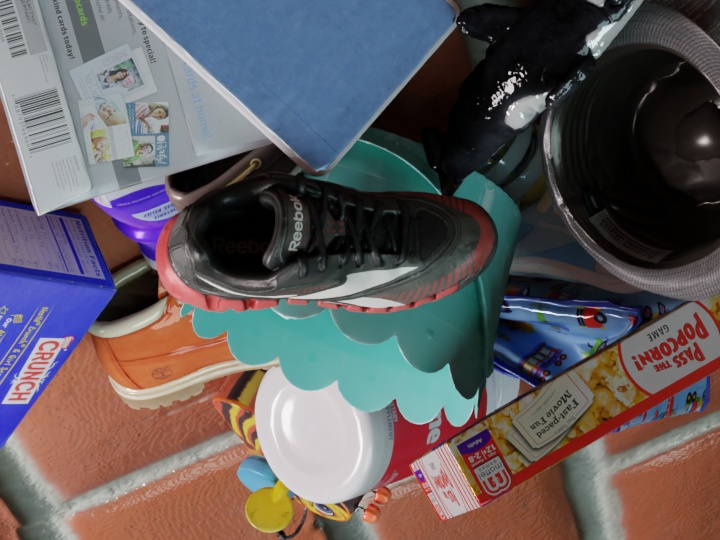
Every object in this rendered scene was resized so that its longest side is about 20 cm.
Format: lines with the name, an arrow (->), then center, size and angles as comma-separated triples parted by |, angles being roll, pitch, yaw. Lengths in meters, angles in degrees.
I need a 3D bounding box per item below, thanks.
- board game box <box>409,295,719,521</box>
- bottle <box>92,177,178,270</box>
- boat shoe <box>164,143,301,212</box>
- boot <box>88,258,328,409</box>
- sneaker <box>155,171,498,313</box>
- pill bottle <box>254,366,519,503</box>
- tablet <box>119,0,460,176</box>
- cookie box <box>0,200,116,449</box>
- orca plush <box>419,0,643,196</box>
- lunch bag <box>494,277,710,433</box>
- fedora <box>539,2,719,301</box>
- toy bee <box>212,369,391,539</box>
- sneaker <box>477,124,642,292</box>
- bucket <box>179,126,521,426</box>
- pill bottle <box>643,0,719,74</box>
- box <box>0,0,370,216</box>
board game box -> 0.135, 0.084, 1.351 | 0.199, 0.046, 0.152 | -29, 175, -10
bottle -> -0.134, -0.072, 1.344 | 0.083, 0.065, 0.200 | -25, 145, -9
boat shoe -> -0.043, -0.110, 1.302 | 0.200, 0.072, 0.060 | -51, 154, -1
boot -> -0.093, 0.019, 1.486 | 0.199, 0.075, 0.107 | -25, 140, 1
sneaker -> -0.017, -0.016, 1.238 | 0.199, 0.071, 0.098 | -2, 168, -5
pill bottle -> 0.026, 0.094, 1.583 | 0.200, 0.112, 0.112 | -15, 150, -50
tablet -> -0.051, -0.162, 1.208 | 0.200, 0.014, 0.130 | 42, 88, -20
cookie box -> -0.285, 0.030, 1.377 | 0.199, 0.075, 0.171 | 10, 132, -39
orca plush -> 0.084, -0.129, 1.246 | 0.071, 0.105, 0.200 | 36, 140, -11
lunch bag -> 0.140, 0.037, 1.560 | 0.150, 0.199, 0.095 | -5, 110, -56
fedora -> 0.198, -0.078, 1.289 | 0.090, 0.177, 0.200 | -25, 169, -35
toy bee -> -0.030, 0.144, 1.649 | 0.200, 0.108, 0.131 | 34, 73, -59
sneaker -> 0.137, -0.053, 1.437 | 0.199, 0.080, 0.131 | -1, 142, 39
bucket -> 0.000, 0.000, 1.386 | 0.206, 0.135, 0.207 | 18, 165, 5
pill bottle -> 0.160, -0.206, 1.306 | 0.116, 0.117, 0.200 | -34, 143, 13
box -> -0.110, -0.135, 1.227 | 0.199, 0.041, 0.157 | -18, 105, -9
